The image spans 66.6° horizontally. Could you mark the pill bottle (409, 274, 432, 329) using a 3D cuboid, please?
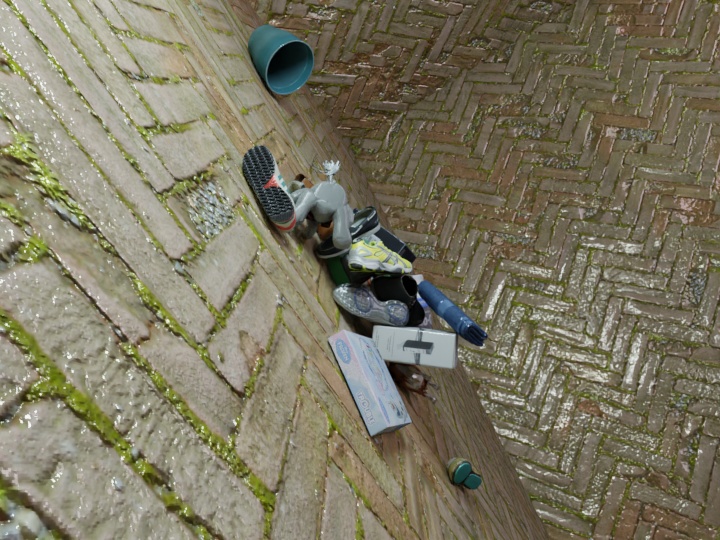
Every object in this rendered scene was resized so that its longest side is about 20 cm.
[{"bbox_3d":[0.137,0.117,1.508,0.114,0.113,0.202,-2,85,-79],"label":"pill bottle"}]

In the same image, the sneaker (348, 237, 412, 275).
[{"bbox_3d":[0.054,-0.030,1.283,0.199,0.075,0.077,9,78,-48],"label":"sneaker"}]

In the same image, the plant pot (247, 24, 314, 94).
[{"bbox_3d":[-0.298,-0.763,1.942,0.188,0.200,0.200,48,3,26],"label":"plant pot"}]

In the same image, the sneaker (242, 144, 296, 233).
[{"bbox_3d":[-0.187,-0.164,1.141,0.094,0.070,0.201,83,-19,-66],"label":"sneaker"}]

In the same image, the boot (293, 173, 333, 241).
[{"bbox_3d":[-0.118,-0.166,1.451,0.155,0.073,0.200,55,0,-32],"label":"boot"}]

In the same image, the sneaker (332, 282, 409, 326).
[{"bbox_3d":[0.017,0.092,1.307,0.199,0.087,0.075,26,65,-22],"label":"sneaker"}]

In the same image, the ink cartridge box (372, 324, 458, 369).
[{"bbox_3d":[0.137,0.183,1.335,0.144,0.198,0.085,17,79,-76],"label":"ink cartridge box"}]

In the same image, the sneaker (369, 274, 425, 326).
[{"bbox_3d":[0.121,0.080,1.363,0.200,0.106,0.075,38,58,-36],"label":"sneaker"}]

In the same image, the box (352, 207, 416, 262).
[{"bbox_3d":[0.050,-0.069,1.695,0.200,0.124,0.198,38,3,19],"label":"box"}]

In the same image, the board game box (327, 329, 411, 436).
[{"bbox_3d":[0.023,0.227,1.108,0.201,0.043,0.199,64,10,20],"label":"board game box"}]

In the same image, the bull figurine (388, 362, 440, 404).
[{"bbox_3d":[0.145,0.289,1.450,0.121,0.065,0.200,25,-9,41],"label":"bull figurine"}]

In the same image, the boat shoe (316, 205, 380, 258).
[{"bbox_3d":[-0.034,-0.098,1.364,0.075,0.200,0.061,20,-46,40],"label":"boat shoe"}]

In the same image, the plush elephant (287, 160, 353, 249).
[{"bbox_3d":[-0.101,-0.143,1.290,0.155,0.163,0.202,140,-37,-65],"label":"plush elephant"}]

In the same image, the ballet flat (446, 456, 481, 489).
[{"bbox_3d":[0.264,0.529,1.449,0.200,0.070,0.071,49,15,-48],"label":"ballet flat"}]

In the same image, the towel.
[{"bbox_3d":[0.219,0.105,1.345,0.111,0.049,0.200,37,7,-44],"label":"towel"}]

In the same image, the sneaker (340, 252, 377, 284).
[{"bbox_3d":[0.021,-0.026,1.376,0.091,0.076,0.200,56,29,8],"label":"sneaker"}]

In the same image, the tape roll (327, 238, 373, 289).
[{"bbox_3d":[0.000,0.000,1.437,0.200,0.048,0.201,35,36,-31],"label":"tape roll"}]

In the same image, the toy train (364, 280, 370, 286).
[{"bbox_3d":[0.005,0.025,1.569,0.150,0.055,0.201,52,12,-39],"label":"toy train"}]
